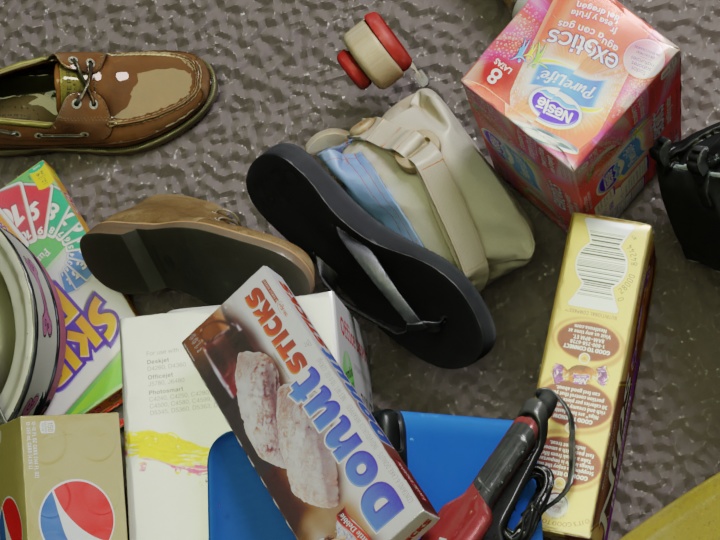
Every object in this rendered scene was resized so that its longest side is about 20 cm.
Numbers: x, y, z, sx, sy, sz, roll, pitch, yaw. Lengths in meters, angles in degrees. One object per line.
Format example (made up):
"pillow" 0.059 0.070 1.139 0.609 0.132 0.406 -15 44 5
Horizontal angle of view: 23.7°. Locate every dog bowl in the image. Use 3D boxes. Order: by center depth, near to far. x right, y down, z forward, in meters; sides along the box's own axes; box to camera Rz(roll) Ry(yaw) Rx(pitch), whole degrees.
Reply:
"dog bowl" -0.295 0.049 1.209 0.199 0.074 0.202 -3 83 22

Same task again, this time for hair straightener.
"hair straightener" 0.075 0.146 0.985 0.041 0.077 0.200 3 43 33

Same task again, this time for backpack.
"backpack" 0.308 -0.052 1.077 0.199 0.178 0.151 -26 99 -4

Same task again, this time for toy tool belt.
"toy tool belt" 0.020 -0.059 1.160 0.123 0.125 0.201 -36 92 7

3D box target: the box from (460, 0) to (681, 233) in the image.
"box" 0.140 -0.100 1.108 0.095 0.200 0.103 40 88 16

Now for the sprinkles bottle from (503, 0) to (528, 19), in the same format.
"sprinkles bottle" 0.094 -0.254 1.223 0.068 0.068 0.201 -35 73 1

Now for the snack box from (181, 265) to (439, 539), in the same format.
"snack box" -0.032 0.089 0.987 0.072 0.024 0.200 -42 53 9

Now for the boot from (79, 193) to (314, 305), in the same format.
"boot" -0.101 -0.020 1.175 0.199 0.074 0.075 10 40 38

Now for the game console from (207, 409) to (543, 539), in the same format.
"game console" 0.011 0.191 1.015 0.118 0.170 0.202 -21 66 52

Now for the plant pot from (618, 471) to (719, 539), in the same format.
"plant pot" 0.227 0.229 1.027 0.175 0.200 0.201 -24 73 17

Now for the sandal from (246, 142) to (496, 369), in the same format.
"sandal" -0.001 0.000 1.123 0.200 0.076 0.043 38 45 10

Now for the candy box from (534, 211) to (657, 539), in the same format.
"candy box" 0.147 0.075 1.109 0.056 0.117 0.202 9 78 14

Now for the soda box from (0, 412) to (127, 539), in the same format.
"soda box" -0.184 0.192 1.065 0.067 0.064 0.202 1 77 -30

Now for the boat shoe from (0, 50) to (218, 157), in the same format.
"boat shoe" -0.205 -0.123 1.252 0.198 0.068 0.072 -12 73 7

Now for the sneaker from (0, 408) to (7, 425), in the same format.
"sneaker" -0.289 0.065 1.136 0.104 0.060 0.201 -23 82 20

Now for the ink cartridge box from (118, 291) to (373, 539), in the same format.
"ink cartridge box" -0.066 0.132 1.122 0.145 0.147 0.202 -7 76 8

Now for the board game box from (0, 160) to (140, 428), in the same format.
"board game box" -0.219 0.027 1.243 0.095 0.030 0.201 -34 75 3
